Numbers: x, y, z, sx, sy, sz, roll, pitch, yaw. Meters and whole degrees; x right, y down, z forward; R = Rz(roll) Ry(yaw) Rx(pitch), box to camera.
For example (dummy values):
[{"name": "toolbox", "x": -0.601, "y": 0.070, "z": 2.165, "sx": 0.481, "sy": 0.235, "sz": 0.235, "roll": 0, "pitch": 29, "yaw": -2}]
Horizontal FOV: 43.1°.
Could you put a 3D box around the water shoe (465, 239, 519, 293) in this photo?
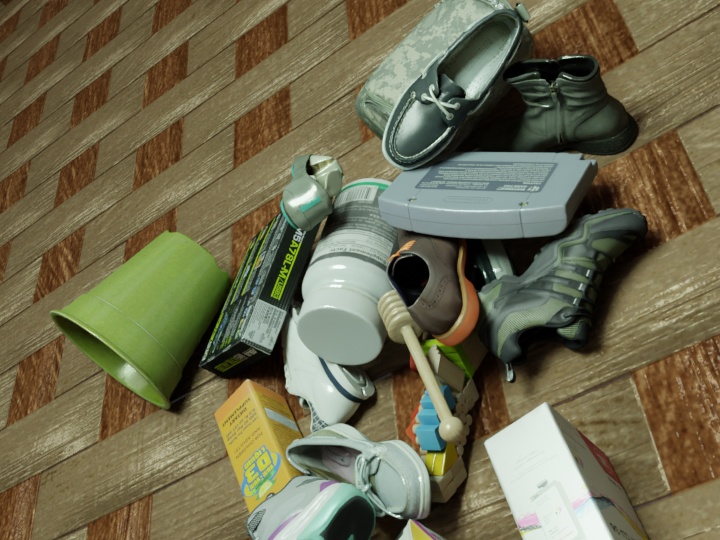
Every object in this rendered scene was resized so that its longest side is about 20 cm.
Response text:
[{"name": "water shoe", "x": 0.100, "y": -0.035, "z": 0.998, "sx": 0.079, "sy": 0.072, "sz": 0.200, "roll": -25, "pitch": 42, "yaw": -2}]

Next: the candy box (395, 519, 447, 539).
[{"name": "candy box", "x": 0.039, "y": 0.339, "z": 0.785, "sx": 0.200, "sy": 0.061, "sz": 0.136, "roll": -54, "pitch": 38, "yaw": -5}]

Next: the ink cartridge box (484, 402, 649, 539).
[{"name": "ink cartridge box", "x": 0.180, "y": 0.215, "z": 0.704, "sx": 0.067, "sy": 0.116, "sz": 0.200, "roll": -36, "pitch": 42, "yaw": 17}]

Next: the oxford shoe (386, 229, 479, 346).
[{"name": "oxford shoe", "x": 0.063, "y": -0.012, "z": 0.917, "sx": 0.071, "sy": 0.073, "sz": 0.200, "roll": -48, "pitch": 29, "yaw": 20}]

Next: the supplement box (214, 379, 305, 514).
[{"name": "supplement box", "x": -0.097, "y": 0.214, "z": 1.009, "sx": 0.067, "sy": 0.069, "sz": 0.200, "roll": -46, "pitch": 42, "yaw": 10}]

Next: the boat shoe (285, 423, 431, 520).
[{"name": "boat shoe", "x": -0.002, "y": 0.199, "z": 0.899, "sx": 0.202, "sy": 0.065, "sz": 0.075, "roll": 14, "pitch": 107, "yaw": 57}]

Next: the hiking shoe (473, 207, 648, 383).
[{"name": "hiking shoe", "x": 0.204, "y": 0.024, "z": 0.880, "sx": 0.200, "sy": 0.076, "sz": 0.101, "roll": -37, "pitch": 63, "yaw": 10}]

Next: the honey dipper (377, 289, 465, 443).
[{"name": "honey dipper", "x": 0.060, "y": 0.088, "z": 0.854, "sx": 0.038, "sy": 0.038, "sz": 0.200, "roll": -41, "pitch": 35, "yaw": 12}]

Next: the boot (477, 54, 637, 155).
[{"name": "boot", "x": 0.190, "y": -0.181, "z": 0.993, "sx": 0.200, "sy": 0.131, "sz": 0.068, "roll": -1, "pitch": 59, "yaw": 43}]

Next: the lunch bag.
[{"name": "lunch bag", "x": 0.102, "y": -0.224, "z": 1.065, "sx": 0.200, "sy": 0.139, "sz": 0.168, "roll": -47, "pitch": 13, "yaw": -1}]

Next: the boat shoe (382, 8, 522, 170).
[{"name": "boat shoe", "x": 0.094, "y": -0.192, "z": 0.951, "sx": 0.200, "sy": 0.076, "sz": 0.060, "roll": -55, "pitch": 2, "yaw": 0}]

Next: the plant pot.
[{"name": "plant pot", "x": -0.277, "y": 0.053, "z": 1.237, "sx": 0.200, "sy": 0.200, "sz": 0.190, "roll": 12, "pitch": 56, "yaw": 48}]

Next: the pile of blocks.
[{"name": "pile of blocks", "x": 0.071, "y": 0.127, "z": 0.904, "sx": 0.062, "sy": 0.082, "sz": 0.200, "roll": -9, "pitch": 55, "yaw": 39}]

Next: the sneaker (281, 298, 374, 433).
[{"name": "sneaker", "x": -0.061, "y": 0.105, "z": 1.060, "sx": 0.081, "sy": 0.076, "sz": 0.200, "roll": -52, "pitch": 37, "yaw": 13}]

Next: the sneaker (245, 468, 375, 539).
[{"name": "sneaker", "x": -0.080, "y": 0.281, "z": 0.861, "sx": 0.140, "sy": 0.078, "sz": 0.200, "roll": 10, "pitch": 60, "yaw": 54}]

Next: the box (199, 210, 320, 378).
[{"name": "box", "x": -0.125, "y": 0.025, "z": 1.144, "sx": 0.193, "sy": 0.047, "sz": 0.200, "roll": -37, "pitch": 31, "yaw": 62}]

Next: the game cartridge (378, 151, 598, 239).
[{"name": "game cartridge", "x": 0.126, "y": -0.079, "z": 0.928, "sx": 0.200, "sy": 0.042, "sz": 0.133, "roll": 5, "pitch": 38, "yaw": 29}]

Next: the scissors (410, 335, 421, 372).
[{"name": "scissors", "x": 0.067, "y": 0.016, "z": 0.992, "sx": 0.014, "sy": 0.073, "sz": 0.200, "roll": 4, "pitch": 68, "yaw": 8}]

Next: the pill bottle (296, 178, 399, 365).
[{"name": "pill bottle", "x": 0.000, "y": 0.000, "z": 1.019, "sx": 0.113, "sy": 0.113, "sz": 0.200, "roll": -18, "pitch": 37, "yaw": 34}]

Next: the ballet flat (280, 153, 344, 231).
[{"name": "ballet flat", "x": -0.046, "y": -0.099, "z": 1.047, "sx": 0.064, "sy": 0.067, "sz": 0.200, "roll": -32, "pitch": 16, "yaw": 14}]
